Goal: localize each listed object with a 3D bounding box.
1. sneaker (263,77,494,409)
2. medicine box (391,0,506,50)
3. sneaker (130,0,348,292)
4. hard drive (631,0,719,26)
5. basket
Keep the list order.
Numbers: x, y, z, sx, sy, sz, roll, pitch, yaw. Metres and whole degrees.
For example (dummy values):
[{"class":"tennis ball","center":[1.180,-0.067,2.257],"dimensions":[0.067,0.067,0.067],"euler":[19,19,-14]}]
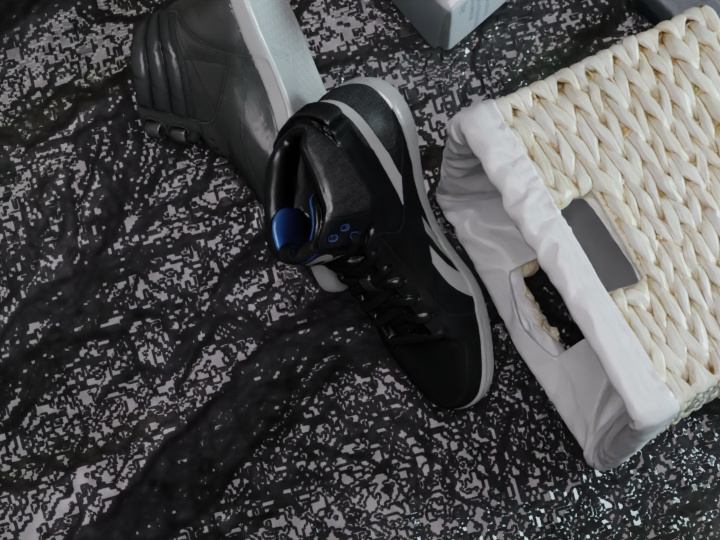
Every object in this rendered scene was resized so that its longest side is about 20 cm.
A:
[{"class":"sneaker","center":[0.000,0.000,1.454],"dimensions":[0.073,0.112,0.201],"euler":[-15,100,39]},{"class":"medicine box","center":[0.065,-0.267,1.519],"dimensions":[0.200,0.103,0.182],"euler":[-40,83,-6]},{"class":"sneaker","center":[-0.069,-0.076,1.515],"dimensions":[0.099,0.071,0.201],"euler":[-15,102,27]},{"class":"hard drive","center":[0.250,-0.168,1.537],"dimensions":[0.139,0.033,0.200],"euler":[-41,83,-6]},{"class":"basket","center":[0.157,-0.018,1.432],"dimensions":[0.160,0.200,0.199],"euler":[-29,81,-6]}]
